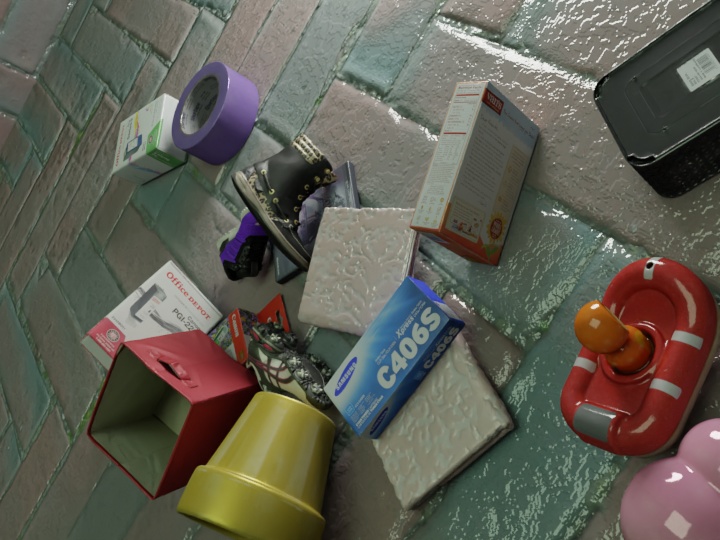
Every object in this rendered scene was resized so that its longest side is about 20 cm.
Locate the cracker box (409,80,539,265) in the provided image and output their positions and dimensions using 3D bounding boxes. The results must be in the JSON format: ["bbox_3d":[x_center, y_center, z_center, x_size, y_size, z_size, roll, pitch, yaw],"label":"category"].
[{"bbox_3d":[0.152,-0.124,0.907,0.057,0.133,0.202,13,82,47],"label":"cracker box"}]

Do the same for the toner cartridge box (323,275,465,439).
[{"bbox_3d":[0.042,0.116,0.926,0.201,0.043,0.095,-55,50,12],"label":"toner cartridge box"}]

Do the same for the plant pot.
[{"bbox_3d":[-0.127,0.283,0.974,0.199,0.201,0.190,-4,55,43],"label":"plant pot"}]

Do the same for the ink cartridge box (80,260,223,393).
[{"bbox_3d":[-0.368,0.104,1.242,0.200,0.146,0.085,-49,11,-34],"label":"ink cartridge box"}]

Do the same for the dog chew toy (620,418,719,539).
[{"bbox_3d":[0.327,0.191,0.616,0.200,0.124,0.125,-49,45,5],"label":"dog chew toy"}]

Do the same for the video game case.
[{"bbox_3d":[-0.080,-0.081,1.200,0.199,0.019,0.144,-31,54,33],"label":"video game case"}]

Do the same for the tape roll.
[{"bbox_3d":[-0.312,-0.335,1.489,0.199,0.085,0.202,-20,59,37],"label":"tape roll"}]

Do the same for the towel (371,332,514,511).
[{"bbox_3d":[0.087,0.179,0.914,0.191,0.032,0.201,-47,46,20],"label":"towel"}]

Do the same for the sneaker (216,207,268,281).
[{"bbox_3d":[-0.193,-0.040,1.249,0.200,0.069,0.101,-37,58,49],"label":"sneaker"}]

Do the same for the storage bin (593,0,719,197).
[{"bbox_3d":[0.374,-0.192,0.750,0.199,0.093,0.136,-35,51,30],"label":"storage bin"}]

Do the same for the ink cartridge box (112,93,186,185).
[{"bbox_3d":[-0.494,-0.306,1.653,0.199,0.087,0.147,-16,63,41],"label":"ink cartridge box"}]

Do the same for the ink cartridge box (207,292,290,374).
[{"bbox_3d":[-0.208,0.131,1.209,0.200,0.050,0.110,-41,49,25],"label":"ink cartridge box"}]

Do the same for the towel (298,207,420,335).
[{"bbox_3d":[0.000,0.000,1.052,0.199,0.032,0.193,7,81,42],"label":"towel"}]

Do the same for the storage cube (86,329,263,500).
[{"bbox_3d":[-0.291,0.220,1.109,0.170,0.179,0.202,32,108,24],"label":"storage cube"}]

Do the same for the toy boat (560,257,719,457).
[{"bbox_3d":[0.263,0.073,0.695,0.130,0.130,0.201,9,67,58],"label":"toy boat"}]

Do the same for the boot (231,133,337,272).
[{"bbox_3d":[-0.101,-0.115,1.151,0.150,0.073,0.201,-37,85,-11],"label":"boot"}]

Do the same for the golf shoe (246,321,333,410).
[{"bbox_3d":[-0.108,0.163,1.083,0.200,0.077,0.089,41,113,40],"label":"golf shoe"}]
